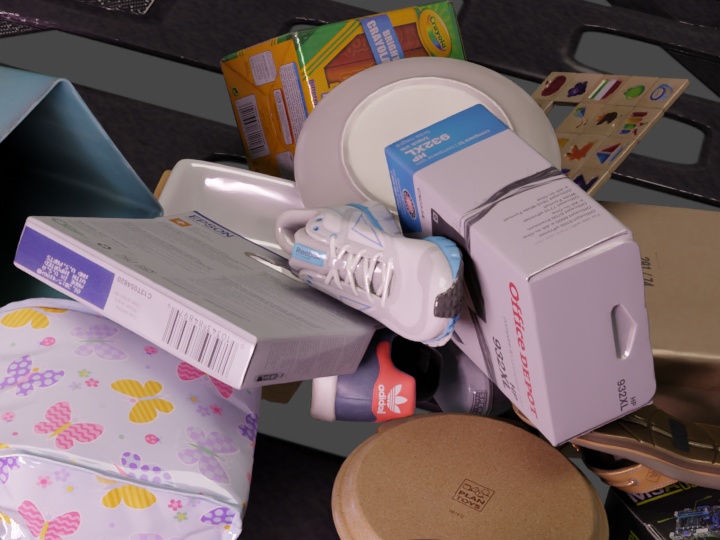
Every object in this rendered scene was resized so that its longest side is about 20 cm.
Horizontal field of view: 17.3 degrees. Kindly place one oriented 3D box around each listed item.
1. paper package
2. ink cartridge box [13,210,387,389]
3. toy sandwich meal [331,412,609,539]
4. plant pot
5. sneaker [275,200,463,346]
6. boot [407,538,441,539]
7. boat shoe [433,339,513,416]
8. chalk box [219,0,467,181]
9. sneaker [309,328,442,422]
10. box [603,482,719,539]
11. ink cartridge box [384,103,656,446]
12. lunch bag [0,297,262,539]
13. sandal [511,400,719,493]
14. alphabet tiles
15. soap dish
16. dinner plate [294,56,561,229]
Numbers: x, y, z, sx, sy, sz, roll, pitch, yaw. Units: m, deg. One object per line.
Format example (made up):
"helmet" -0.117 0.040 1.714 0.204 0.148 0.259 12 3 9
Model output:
"paper package" 0.216 0.043 1.753 0.190 0.104 0.200 4 35 -9
"ink cartridge box" -0.099 0.017 1.587 0.199 0.041 0.200 27 15 27
"toy sandwich meal" 0.068 0.170 1.572 0.205 0.070 0.205 6 39 -5
"plant pot" -0.276 -0.060 1.703 0.141 0.141 0.200 -48 38 -18
"sneaker" 0.000 0.000 1.588 0.087 0.075 0.200 7 10 -27
"boot" 0.089 0.222 1.439 0.200 0.139 0.078 -3 37 -20
"boat shoe" 0.069 0.035 1.756 0.066 0.070 0.200 -3 38 -25
"chalk box" 0.012 -0.140 1.898 0.200 0.125 0.124 -17 4 -32
"sneaker" 0.020 0.056 1.688 0.084 0.075 0.200 6 26 7
"box" 0.298 0.196 1.611 0.200 0.048 0.193 -14 40 -29
"ink cartridge box" 0.106 0.001 1.591 0.084 0.145 0.200 -24 37 -16
"lunch bag" -0.175 0.115 1.533 0.200 0.127 0.170 17 35 -10
"sandal" 0.194 0.125 1.609 0.200 0.054 0.080 19 25 -1
"alphabet tiles" 0.139 -0.081 1.806 0.200 0.008 0.167 -48 29 -19
"soap dish" -0.094 0.008 1.738 0.157 0.081 0.200 13 36 3
"dinner plate" 0.050 -0.086 1.755 0.200 0.024 0.200 -1 58 1
